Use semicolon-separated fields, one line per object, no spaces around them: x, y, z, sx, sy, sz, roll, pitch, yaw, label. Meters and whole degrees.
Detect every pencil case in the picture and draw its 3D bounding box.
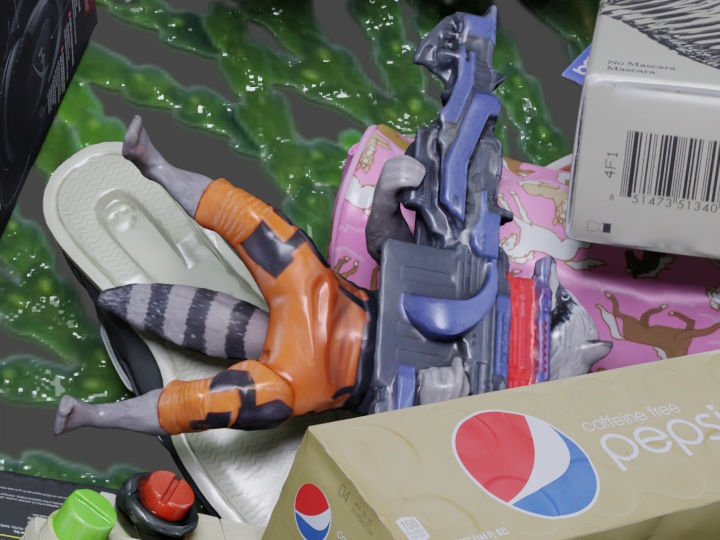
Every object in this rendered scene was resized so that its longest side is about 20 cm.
0.083;-0.004;0.866;0.199;0.083;0.087;10;17;8;pencil case

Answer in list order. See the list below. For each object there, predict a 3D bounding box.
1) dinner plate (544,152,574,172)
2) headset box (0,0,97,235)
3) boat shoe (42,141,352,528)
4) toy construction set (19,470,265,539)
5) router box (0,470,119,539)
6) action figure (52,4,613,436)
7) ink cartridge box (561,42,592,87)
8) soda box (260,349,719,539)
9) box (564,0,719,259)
0.140;0.024;0.910;0.200;0.024;0.201;1;52;-1;dinner plate
-0.177;-0.111;0.927;0.077;0.149;0.200;11;54;6;headset box
-0.059;0.040;0.866;0.072;0.068;0.200;-30;71;-13;boat shoe
-0.048;0.138;0.718;0.092;0.200;0.131;-42;40;18;toy construction set
-0.179;0.145;0.783;0.199;0.062;0.150;9;52;5;router box
0.000;0.000;0.803;0.193;0.105;0.200;13;70;-3;action figure
0.200;-0.063;0.940;0.200;0.042;0.119;32;59;19;ink cartridge box
0.068;0.080;0.703;0.200;0.064;0.068;-8;43;-38;soda box
0.129;-0.079;0.837;0.082;0.069;0.200;7;28;6;box
